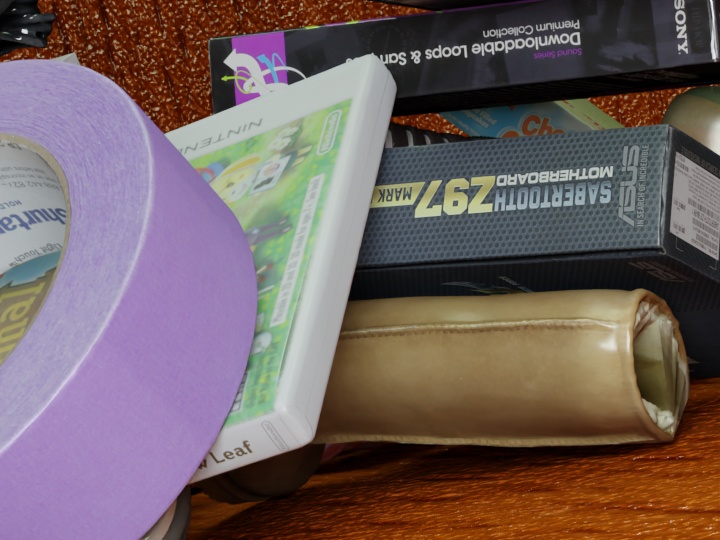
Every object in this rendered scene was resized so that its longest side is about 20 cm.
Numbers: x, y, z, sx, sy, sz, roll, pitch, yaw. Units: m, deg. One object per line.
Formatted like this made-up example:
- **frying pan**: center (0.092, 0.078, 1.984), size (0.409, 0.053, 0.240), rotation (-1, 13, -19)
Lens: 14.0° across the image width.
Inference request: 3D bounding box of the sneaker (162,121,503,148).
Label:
- **sneaker**: center (0.000, 0.000, 1.186), size (0.200, 0.116, 0.076), rotation (3, -4, -41)

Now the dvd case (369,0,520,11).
- **dvd case**: center (0.088, -0.112, 1.101), size (0.143, 0.018, 0.200), rotation (-5, 2, 15)

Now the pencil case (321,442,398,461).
- **pencil case**: center (0.043, 0.027, 1.318), size (0.200, 0.088, 0.087), rotation (-12, 1, -37)

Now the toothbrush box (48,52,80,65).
- **toothbrush box**: center (-0.168, 0.022, 1.178), size (0.085, 0.147, 0.200), rotation (-11, 22, 39)

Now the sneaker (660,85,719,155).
- **sneaker**: center (0.216, -0.053, 1.121), size (0.200, 0.090, 0.067), rotation (19, -4, -9)

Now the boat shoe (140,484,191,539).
- **boat shoe**: center (-0.097, 0.077, 1.044), size (0.067, 0.057, 0.200), rotation (-36, 27, -9)

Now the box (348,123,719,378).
- **box**: center (0.089, -0.001, 1.116), size (0.158, 0.051, 0.200), rotation (-3, -16, 32)

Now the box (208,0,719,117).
- **box**: center (0.060, -0.084, 1.136), size (0.200, 0.036, 0.143), rotation (-3, 1, 21)

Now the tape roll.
- **tape roll**: center (-0.134, 0.027, 0.969), size (0.200, 0.200, 0.066), rotation (-12, -42, 31)

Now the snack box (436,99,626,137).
- **snack box**: center (0.114, -0.043, 1.324), size (0.037, 0.200, 0.116), rotation (-54, 9, 9)

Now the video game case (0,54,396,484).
- **video game case**: center (-0.082, 0.015, 1.034), size (0.182, 0.022, 0.200), rotation (-20, 33, 24)

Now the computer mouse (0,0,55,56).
- **computer mouse**: center (-0.191, -0.047, 1.065), size (0.140, 0.046, 0.200), rotation (-31, 1, 39)

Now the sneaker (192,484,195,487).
- **sneaker**: center (-0.085, 0.052, 1.326), size (0.200, 0.092, 0.076), rotation (-14, 1, -28)

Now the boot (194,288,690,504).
- **boot**: center (0.026, 0.050, 1.110), size (0.200, 0.066, 0.175), rotation (-2, -12, 18)
